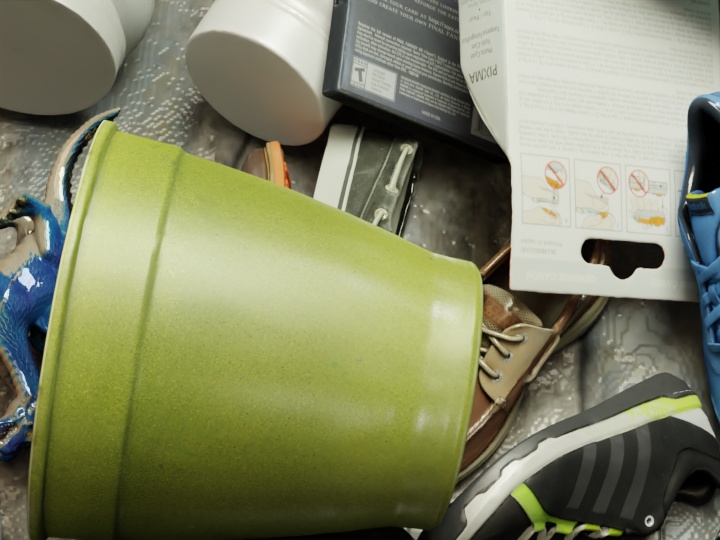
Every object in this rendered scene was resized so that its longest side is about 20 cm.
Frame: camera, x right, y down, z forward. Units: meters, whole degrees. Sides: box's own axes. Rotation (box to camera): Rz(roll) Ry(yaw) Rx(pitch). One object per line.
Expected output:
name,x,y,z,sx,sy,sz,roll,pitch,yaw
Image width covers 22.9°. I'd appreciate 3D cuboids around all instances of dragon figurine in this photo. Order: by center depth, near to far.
dragon figurine,-0.170,0.011,0.983,0.099,0.059,0.201,41,56,-18

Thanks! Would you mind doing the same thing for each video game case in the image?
video game case,0.047,-0.179,1.050,0.142,0.019,0.202,17,73,-39

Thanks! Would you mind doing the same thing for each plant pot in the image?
plant pot,-0.045,0.045,0.848,0.191,0.201,0.202,10,59,-3

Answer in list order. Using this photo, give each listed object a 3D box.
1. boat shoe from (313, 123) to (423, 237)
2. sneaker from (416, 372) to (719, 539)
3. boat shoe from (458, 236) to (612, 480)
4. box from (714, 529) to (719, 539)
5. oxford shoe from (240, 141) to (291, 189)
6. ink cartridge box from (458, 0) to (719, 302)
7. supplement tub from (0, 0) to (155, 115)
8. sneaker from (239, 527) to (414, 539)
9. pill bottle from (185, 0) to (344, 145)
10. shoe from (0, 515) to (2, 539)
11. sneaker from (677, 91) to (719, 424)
boat shoe,0.000,0.000,0.996,0.063,0.071,0.202,7,57,5
sneaker,0.121,0.119,0.910,0.199,0.072,0.083,-23,73,-32
boat shoe,0.070,0.037,0.973,0.075,0.072,0.200,32,63,17
box,0.299,0.146,0.885,0.196,0.118,0.200,37,64,20
oxford shoe,-0.077,0.013,0.988,0.072,0.072,0.202,4,59,7
ink cartridge box,0.131,-0.084,0.990,0.159,0.047,0.202,4,83,-33
supplement tub,-0.186,-0.211,1.078,0.143,0.145,0.202,7,58,4
sneaker,-0.019,0.162,0.906,0.199,0.076,0.091,25,51,6
pill bottle,-0.020,-0.182,1.081,0.113,0.114,0.201,23,61,13
shoe,-0.247,0.073,0.936,0.071,0.091,0.201,-19,61,-12
sneaker,0.198,0.003,0.954,0.078,0.066,0.202,10,76,-42
